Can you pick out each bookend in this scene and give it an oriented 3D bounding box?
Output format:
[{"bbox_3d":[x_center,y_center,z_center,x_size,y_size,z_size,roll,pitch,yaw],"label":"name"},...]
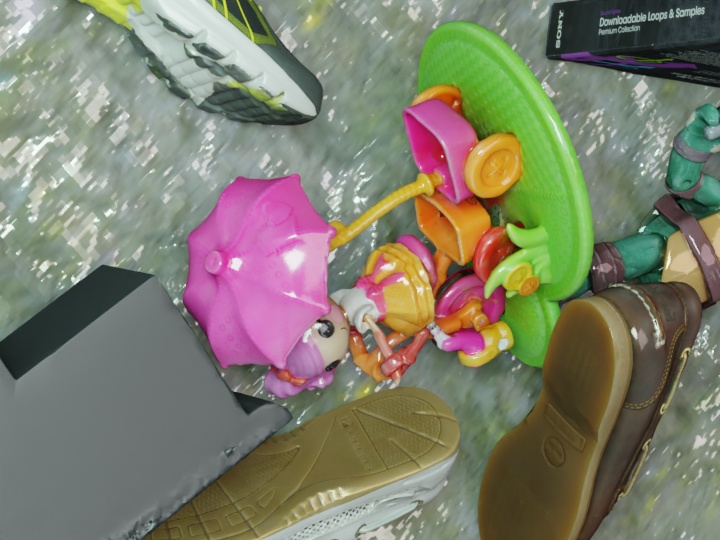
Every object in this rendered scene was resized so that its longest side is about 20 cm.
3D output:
[{"bbox_3d":[-0.173,0.046,1.339,0.199,0.092,0.200,-39,108,-17],"label":"bookend"}]

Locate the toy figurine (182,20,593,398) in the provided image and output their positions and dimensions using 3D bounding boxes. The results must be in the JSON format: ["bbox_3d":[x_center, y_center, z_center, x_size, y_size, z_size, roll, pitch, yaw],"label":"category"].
[{"bbox_3d":[0.000,0.000,1.432,0.184,0.150,0.201,-25,132,-21],"label":"toy figurine"}]

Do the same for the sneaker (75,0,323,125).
[{"bbox_3d":[-0.082,-0.147,1.403,0.200,0.074,0.085,41,66,-30],"label":"sneaker"}]

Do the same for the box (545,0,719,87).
[{"bbox_3d":[0.208,-0.120,1.498,0.142,0.200,0.036,8,85,-30],"label":"box"}]

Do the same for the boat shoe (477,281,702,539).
[{"bbox_3d":[0.120,0.085,1.486,0.070,0.200,0.070,-16,56,-34],"label":"boat shoe"}]

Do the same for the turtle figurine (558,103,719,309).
[{"bbox_3d":[0.186,-0.005,1.550,0.200,0.101,0.150,-30,93,-9],"label":"turtle figurine"}]

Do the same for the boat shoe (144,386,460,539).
[{"bbox_3d":[-0.044,0.122,1.444,0.199,0.071,0.069,-14,141,-12],"label":"boat shoe"}]
